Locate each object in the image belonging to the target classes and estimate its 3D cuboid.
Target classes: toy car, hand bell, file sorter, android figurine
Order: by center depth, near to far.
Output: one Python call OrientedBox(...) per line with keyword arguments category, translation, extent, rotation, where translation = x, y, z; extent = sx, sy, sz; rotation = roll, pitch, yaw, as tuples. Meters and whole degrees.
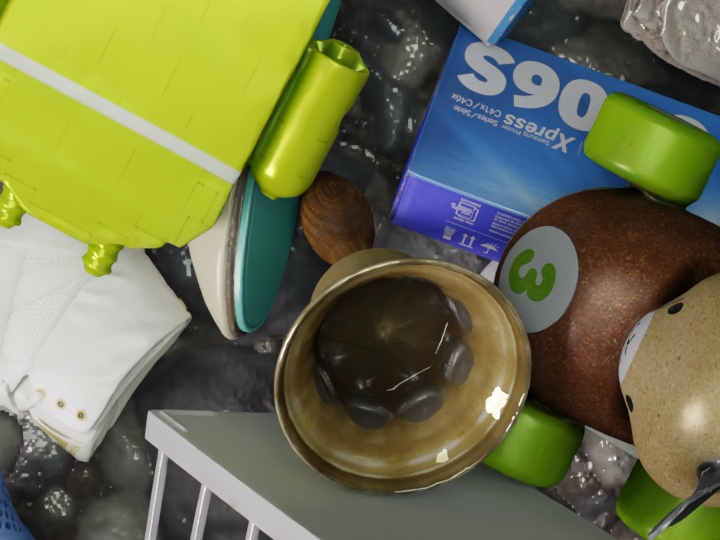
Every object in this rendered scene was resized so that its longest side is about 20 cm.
OrientedBox(category="toy car", translation=(0.128, 0.037, 0.860), extent=(0.157, 0.200, 0.165), rotation=(25, 99, -1))
OrientedBox(category="file sorter", translation=(0.003, 0.147, 0.917), extent=(0.138, 0.200, 0.125), rotation=(4, 102, -30))
OrientedBox(category="android figurine", translation=(-0.092, -0.094, 0.945), extent=(0.181, 0.041, 0.201), rotation=(26, 103, -5))
OrientedBox(category="hand bell", translation=(0.000, 0.000, 0.947), extent=(0.103, 0.200, 0.105), rotation=(-4, 116, -9))

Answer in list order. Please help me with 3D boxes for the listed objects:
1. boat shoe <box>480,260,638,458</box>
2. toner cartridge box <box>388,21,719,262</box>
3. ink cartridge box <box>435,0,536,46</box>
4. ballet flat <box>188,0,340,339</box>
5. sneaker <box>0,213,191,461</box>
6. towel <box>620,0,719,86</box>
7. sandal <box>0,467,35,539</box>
OrientedBox(category="boat shoe", translation=(0.139, 0.053, 1.010), extent=(0.199, 0.072, 0.069), rotation=(31, 90, 10))
OrientedBox(category="toner cartridge box", translation=(0.121, -0.035, 0.999), extent=(0.199, 0.043, 0.095), rotation=(20, 57, 0))
OrientedBox(category="ink cartridge box", translation=(0.085, -0.227, 0.968), extent=(0.125, 0.129, 0.200), rotation=(39, 74, 1))
OrientedBox(category="ballet flat", translation=(-0.055, -0.071, 1.016), extent=(0.069, 0.069, 0.201), rotation=(14, 87, 0))
OrientedBox(category="sneaker", translation=(-0.173, 0.051, 1.001), extent=(0.200, 0.074, 0.116), rotation=(-38, 86, -2))
OrientedBox(category="towel", translation=(0.221, -0.130, 0.994), extent=(0.199, 0.034, 0.133), rotation=(19, 93, -22))
OrientedBox(category="sandal", translation=(-0.134, 0.174, 0.998), extent=(0.087, 0.079, 0.201), rotation=(-21, 100, -3))
